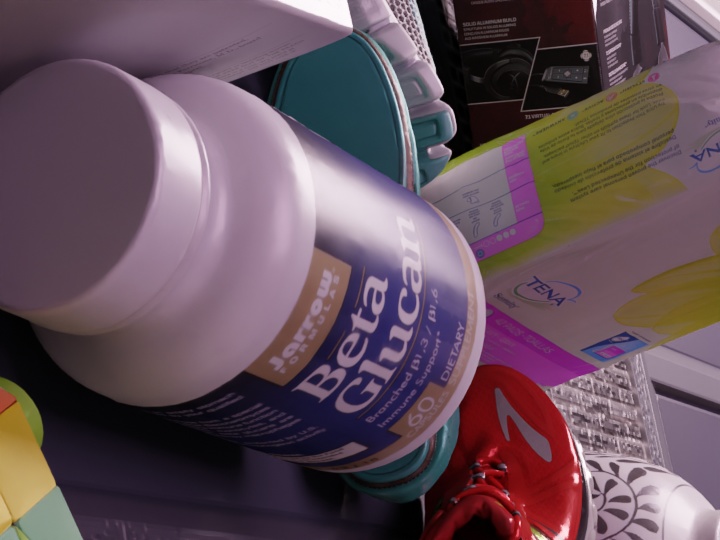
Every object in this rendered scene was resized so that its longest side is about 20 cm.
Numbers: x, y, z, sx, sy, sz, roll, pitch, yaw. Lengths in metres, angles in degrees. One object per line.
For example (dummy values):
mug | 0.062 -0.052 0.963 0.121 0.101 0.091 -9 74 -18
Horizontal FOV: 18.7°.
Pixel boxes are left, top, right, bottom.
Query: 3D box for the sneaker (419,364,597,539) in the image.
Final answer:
sneaker | 0.056 0.111 0.905 0.085 0.077 0.201 75 15 -46

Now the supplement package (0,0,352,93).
supplement package | -0.107 -0.127 0.694 0.200 0.119 0.122 7 68 -63

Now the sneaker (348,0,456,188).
sneaker | -0.016 -0.132 0.969 0.091 0.077 0.201 -69 141 -76

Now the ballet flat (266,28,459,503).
ballet flat | 0.000 0.000 0.915 0.070 0.067 0.201 55 25 -74

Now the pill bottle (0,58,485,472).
pill bottle | -0.046 -0.001 0.748 0.200 0.111 0.112 27 50 -57

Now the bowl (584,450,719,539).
bowl | 0.146 0.168 1.058 0.201 0.094 0.202 44 36 -45

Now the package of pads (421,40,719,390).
package of pads | 0.116 -0.018 0.991 0.154 0.199 0.069 31 40 -55

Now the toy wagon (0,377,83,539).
toy wagon | -0.129 0.080 0.607 0.201 0.039 0.155 67 25 -11

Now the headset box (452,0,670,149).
headset box | 0.110 -0.101 1.138 0.149 0.077 0.201 -36 121 -65
